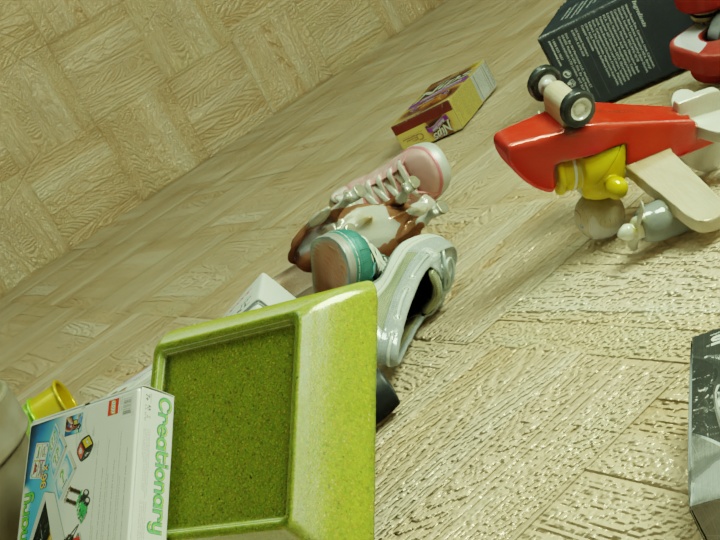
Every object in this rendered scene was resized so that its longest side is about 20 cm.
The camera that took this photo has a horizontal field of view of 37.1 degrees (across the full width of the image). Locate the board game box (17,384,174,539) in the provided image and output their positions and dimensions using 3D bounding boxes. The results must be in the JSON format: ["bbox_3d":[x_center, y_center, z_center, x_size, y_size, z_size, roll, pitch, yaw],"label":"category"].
[{"bbox_3d":[-0.184,0.190,0.723,0.125,0.034,0.203,-19,60,35],"label":"board game box"}]

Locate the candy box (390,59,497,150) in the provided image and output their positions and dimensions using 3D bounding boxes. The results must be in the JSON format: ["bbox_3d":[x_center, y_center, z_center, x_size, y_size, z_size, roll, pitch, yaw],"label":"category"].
[{"bbox_3d":[0.140,-0.271,1.763,0.116,0.057,0.200,-21,16,33],"label":"candy box"}]

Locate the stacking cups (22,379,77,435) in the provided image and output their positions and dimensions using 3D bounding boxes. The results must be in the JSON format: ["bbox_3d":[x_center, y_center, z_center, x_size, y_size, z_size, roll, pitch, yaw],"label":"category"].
[{"bbox_3d":[-0.444,0.216,1.332,0.199,0.061,0.061,-34,15,0],"label":"stacking cups"}]

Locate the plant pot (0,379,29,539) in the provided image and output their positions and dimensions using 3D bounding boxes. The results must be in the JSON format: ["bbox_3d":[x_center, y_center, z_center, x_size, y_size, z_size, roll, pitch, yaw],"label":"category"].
[{"bbox_3d":[-0.325,0.217,0.863,0.198,0.175,0.200,-27,16,8],"label":"plant pot"}]

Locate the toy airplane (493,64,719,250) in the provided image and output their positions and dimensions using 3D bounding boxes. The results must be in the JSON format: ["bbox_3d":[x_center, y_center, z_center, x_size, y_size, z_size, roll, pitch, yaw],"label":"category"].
[{"bbox_3d":[0.229,-0.094,0.930,0.197,0.143,0.200,20,28,20],"label":"toy airplane"}]

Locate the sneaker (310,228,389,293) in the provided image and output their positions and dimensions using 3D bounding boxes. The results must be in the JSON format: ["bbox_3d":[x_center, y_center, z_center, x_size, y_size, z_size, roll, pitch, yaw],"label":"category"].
[{"bbox_3d":[0.000,0.000,1.030,0.079,0.072,0.200,-26,-13,-12],"label":"sneaker"}]

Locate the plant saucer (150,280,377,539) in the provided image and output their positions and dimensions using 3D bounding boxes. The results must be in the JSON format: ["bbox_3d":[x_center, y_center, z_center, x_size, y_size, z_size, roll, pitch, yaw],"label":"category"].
[{"bbox_3d":[-0.082,0.112,0.728,0.198,0.048,0.203,-15,63,34],"label":"plant saucer"}]

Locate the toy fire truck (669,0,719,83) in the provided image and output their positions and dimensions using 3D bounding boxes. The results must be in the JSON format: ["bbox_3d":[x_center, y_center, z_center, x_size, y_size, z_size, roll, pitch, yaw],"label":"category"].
[{"bbox_3d":[0.434,-0.267,1.125,0.199,0.113,0.168,-35,34,-14],"label":"toy fire truck"}]

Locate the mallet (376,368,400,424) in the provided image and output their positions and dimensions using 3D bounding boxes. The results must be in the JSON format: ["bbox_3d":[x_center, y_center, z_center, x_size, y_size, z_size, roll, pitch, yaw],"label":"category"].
[{"bbox_3d":[-0.027,0.108,0.926,0.066,0.041,0.200,-37,11,-15],"label":"mallet"}]

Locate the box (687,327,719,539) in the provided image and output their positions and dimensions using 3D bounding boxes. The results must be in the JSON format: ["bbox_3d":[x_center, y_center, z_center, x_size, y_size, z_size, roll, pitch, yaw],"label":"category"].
[{"bbox_3d":[0.258,0.057,0.510,0.198,0.049,0.159,-23,16,27],"label":"box"}]

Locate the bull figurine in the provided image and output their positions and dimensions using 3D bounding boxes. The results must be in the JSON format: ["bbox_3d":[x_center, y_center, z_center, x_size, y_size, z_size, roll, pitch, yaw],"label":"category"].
[{"bbox_3d":[0.019,-0.046,1.126,0.198,0.066,0.122,-20,-16,-32],"label":"bull figurine"}]

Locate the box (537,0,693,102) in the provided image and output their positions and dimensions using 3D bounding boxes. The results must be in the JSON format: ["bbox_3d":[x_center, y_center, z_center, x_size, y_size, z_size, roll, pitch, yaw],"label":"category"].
[{"bbox_3d":[0.355,-0.316,1.377,0.198,0.118,0.197,-22,17,31],"label":"box"}]

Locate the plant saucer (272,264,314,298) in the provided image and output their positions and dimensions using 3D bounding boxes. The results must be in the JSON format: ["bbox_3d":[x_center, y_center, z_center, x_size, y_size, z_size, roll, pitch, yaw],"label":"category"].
[{"bbox_3d":[-0.058,0.028,1.225,0.199,0.037,0.201,-29,15,8],"label":"plant saucer"}]

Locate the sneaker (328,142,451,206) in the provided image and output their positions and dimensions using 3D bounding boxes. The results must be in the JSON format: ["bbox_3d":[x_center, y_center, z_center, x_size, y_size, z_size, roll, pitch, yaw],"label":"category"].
[{"bbox_3d":[0.029,-0.093,1.366,0.104,0.076,0.199,-35,7,-32],"label":"sneaker"}]

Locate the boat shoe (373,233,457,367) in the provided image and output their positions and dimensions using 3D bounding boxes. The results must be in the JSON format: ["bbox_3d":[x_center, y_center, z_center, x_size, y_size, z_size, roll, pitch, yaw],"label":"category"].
[{"bbox_3d":[0.045,0.028,0.968,0.064,0.075,0.202,17,28,22],"label":"boat shoe"}]

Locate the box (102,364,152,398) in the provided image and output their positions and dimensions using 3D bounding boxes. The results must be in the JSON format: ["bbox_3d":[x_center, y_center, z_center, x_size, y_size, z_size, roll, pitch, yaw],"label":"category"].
[{"bbox_3d":[-0.253,0.145,1.214,0.199,0.042,0.039,-35,16,-13],"label":"box"}]

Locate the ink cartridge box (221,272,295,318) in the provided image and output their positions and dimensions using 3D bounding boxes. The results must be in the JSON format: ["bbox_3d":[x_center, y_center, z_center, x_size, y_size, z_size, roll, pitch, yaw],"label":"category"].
[{"bbox_3d":[-0.104,0.105,0.904,0.145,0.084,0.200,-48,12,12],"label":"ink cartridge box"}]
